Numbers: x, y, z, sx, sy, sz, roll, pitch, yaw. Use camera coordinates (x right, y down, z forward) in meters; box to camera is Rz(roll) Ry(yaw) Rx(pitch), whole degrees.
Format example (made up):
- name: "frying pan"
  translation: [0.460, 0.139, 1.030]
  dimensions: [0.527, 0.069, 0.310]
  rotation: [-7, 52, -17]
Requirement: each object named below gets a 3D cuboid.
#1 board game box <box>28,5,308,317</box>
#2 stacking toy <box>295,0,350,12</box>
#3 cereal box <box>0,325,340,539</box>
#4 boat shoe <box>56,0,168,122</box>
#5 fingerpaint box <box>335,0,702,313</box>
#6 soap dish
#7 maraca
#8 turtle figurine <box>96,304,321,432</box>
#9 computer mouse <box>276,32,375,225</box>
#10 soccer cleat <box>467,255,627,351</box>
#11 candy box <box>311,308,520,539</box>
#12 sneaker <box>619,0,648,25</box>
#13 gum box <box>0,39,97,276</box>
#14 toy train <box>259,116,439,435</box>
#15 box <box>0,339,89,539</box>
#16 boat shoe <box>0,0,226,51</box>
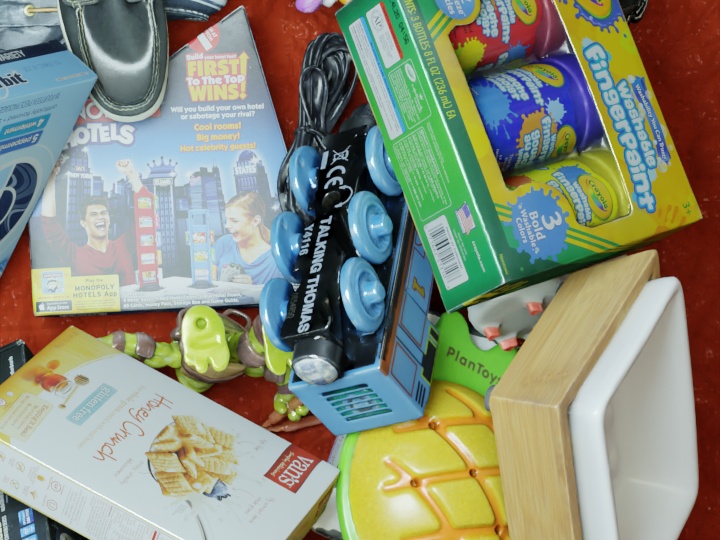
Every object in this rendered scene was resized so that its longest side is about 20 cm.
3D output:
- name: "board game box"
  translation: [-0.125, -0.073, 1.533]
  dimensions: [0.198, 0.062, 0.202]
  rotation: [-2, 87, -6]
- name: "stacking toy"
  translation: [-0.035, -0.217, 1.520]
  dimensions: [0.200, 0.110, 0.116]
  rotation: [38, 60, -3]
- name: "cereal box"
  translation: [-0.126, 0.117, 1.368]
  dimensions: [0.199, 0.144, 0.040]
  rotation: [26, 118, 9]
- name: "boat shoe"
  translation: [-0.167, -0.196, 1.465]
  dimensions: [0.071, 0.068, 0.202]
  rotation: [-8, 89, 1]
- name: "fingerpaint box"
  translation: [0.100, -0.096, 1.409]
  dimensions: [0.166, 0.073, 0.201]
  rotation: [-16, 83, -33]
- name: "soap dish"
  translation: [0.146, 0.109, 1.406]
  dimensions: [0.081, 0.201, 0.158]
  rotation: [10, 41, 26]
- name: "maraca"
  translation: [0.052, 0.122, 1.451]
  dimensions: [0.137, 0.107, 0.201]
  rotation: [31, 59, -21]
- name: "turtle figurine"
  translation: [-0.085, 0.056, 1.488]
  dimensions: [0.198, 0.161, 0.065]
  rotation: [16, 75, -15]
- name: "computer mouse"
  translation: [0.038, -0.070, 1.546]
  dimensions: [0.199, 0.053, 0.140]
  rotation: [16, 69, -17]
- name: "soccer cleat"
  translation: [0.123, 0.006, 1.509]
  dimensions: [0.069, 0.199, 0.078]
  rotation: [-31, 74, 29]
- name: "candy box"
  translation: [0.083, 0.134, 1.540]
  dimensions: [0.199, 0.072, 0.169]
  rotation: [24, 85, -5]
- name: "sneaker"
  translation: [0.096, -0.189, 1.539]
  dimensions: [0.198, 0.112, 0.074]
  rotation: [-5, 86, -7]
- name: "gum box"
  translation: [-0.267, -0.042, 1.420]
  dimensions: [0.045, 0.170, 0.201]
  rotation: [41, 120, 17]
- name: "toy train"
  translation: [0.000, 0.000, 1.421]
  dimensions: [0.086, 0.114, 0.201]
  rotation: [-13, 47, 28]
- name: "box"
  translation: [-0.256, 0.164, 1.421]
  dimensions: [0.163, 0.201, 0.086]
  rotation: [-23, 132, 6]
- name: "boat shoe"
  translation: [-0.190, -0.164, 1.532]
  dimensions: [0.198, 0.071, 0.092]
  rotation: [5, 89, 0]
